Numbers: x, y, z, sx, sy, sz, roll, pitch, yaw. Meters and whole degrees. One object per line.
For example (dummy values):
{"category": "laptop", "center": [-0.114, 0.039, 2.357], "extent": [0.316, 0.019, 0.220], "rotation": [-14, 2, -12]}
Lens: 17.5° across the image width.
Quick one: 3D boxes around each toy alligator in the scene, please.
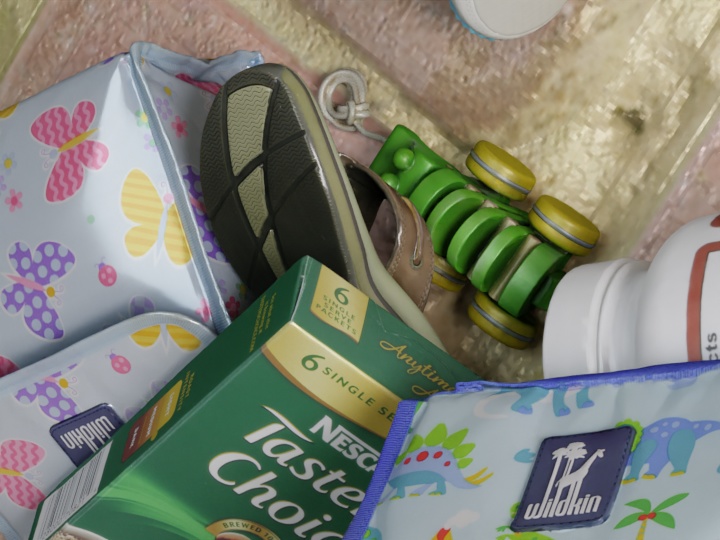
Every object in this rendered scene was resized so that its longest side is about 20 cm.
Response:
{"category": "toy alligator", "center": [0.034, -0.029, 0.973], "extent": [0.200, 0.054, 0.059], "rotation": [43, 105, 30]}

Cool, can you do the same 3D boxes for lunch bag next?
{"category": "lunch bag", "center": [-0.104, 0.022, 1.017], "extent": [0.169, 0.127, 0.201], "rotation": [-21, 83, 30]}
{"category": "lunch bag", "center": [0.085, 0.128, 0.774], "extent": [0.169, 0.127, 0.201], "rotation": [-8, 65, 27]}

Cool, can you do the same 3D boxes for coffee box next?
{"category": "coffee box", "center": [-0.037, 0.091, 0.942], "extent": [0.200, 0.123, 0.044], "rotation": [-41, 22, 35]}

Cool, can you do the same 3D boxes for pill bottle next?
{"category": "pill bottle", "center": [0.172, 0.029, 0.841], "extent": [0.199, 0.112, 0.113], "rotation": [-7, 79, 33]}

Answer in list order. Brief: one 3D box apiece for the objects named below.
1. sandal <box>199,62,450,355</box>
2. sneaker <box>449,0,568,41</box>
{"category": "sandal", "center": [0.000, 0.001, 0.949], "extent": [0.080, 0.057, 0.202], "rotation": [-3, 125, 47]}
{"category": "sneaker", "center": [0.094, -0.163, 0.914], "extent": [0.200, 0.076, 0.081], "rotation": [-58, 40, 36]}
